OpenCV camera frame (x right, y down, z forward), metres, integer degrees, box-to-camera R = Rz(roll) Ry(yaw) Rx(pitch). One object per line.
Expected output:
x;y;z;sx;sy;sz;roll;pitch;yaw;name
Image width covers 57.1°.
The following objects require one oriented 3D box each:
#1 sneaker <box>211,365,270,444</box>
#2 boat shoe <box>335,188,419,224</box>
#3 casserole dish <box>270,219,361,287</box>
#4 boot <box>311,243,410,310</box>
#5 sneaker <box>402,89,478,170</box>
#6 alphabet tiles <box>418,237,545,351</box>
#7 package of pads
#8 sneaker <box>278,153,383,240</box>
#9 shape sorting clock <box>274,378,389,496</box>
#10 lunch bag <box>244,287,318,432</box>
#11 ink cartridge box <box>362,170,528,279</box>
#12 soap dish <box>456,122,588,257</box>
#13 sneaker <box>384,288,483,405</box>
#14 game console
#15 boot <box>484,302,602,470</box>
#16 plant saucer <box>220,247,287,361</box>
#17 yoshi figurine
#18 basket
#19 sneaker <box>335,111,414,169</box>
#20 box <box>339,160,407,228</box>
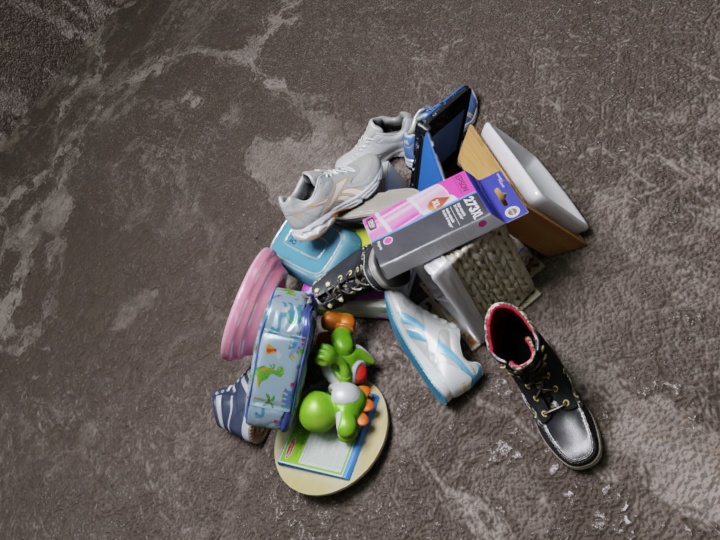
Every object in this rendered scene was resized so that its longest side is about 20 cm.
-0.187;0.191;1.152;0.108;0.070;0.200;5;67;36;sneaker
0.019;-0.094;1.116;0.200;0.063;0.073;0;46;33;boat shoe
-0.086;-0.042;1.156;0.200;0.039;0.121;27;82;41;casserole dish
-0.004;0.016;0.996;0.154;0.074;0.204;-33;9;17;boot
0.147;-0.269;1.198;0.076;0.077;0.200;22;64;36;sneaker
0.182;0.029;1.038;0.200;0.006;0.167;-41;47;6;alphabet tiles
0.000;0.000;1.144;0.200;0.068;0.155;2;64;35;package of pads
-0.047;-0.140;1.082;0.200;0.092;0.076;-44;36;-19;sneaker
-0.046;0.253;1.030;0.200;0.039;0.200;-15;47;17;shape sorting clock
-0.119;0.131;1.018;0.161;0.082;0.201;-106;27;-82;lunch bag
0.107;-0.069;0.865;0.200;0.037;0.095;-24;46;5;ink cartridge box
0.240;-0.120;1.001;0.081;0.157;0.200;-45;44;25;soap dish
0.102;0.099;0.991;0.081;0.077;0.200;-30;66;-7;sneaker
0.146;-0.165;1.079;0.171;0.200;0.118;-42;72;-17;game console
0.226;0.140;0.832;0.073;0.151;0.200;-28;49;18;boot
-0.173;0.062;1.116;0.051;0.201;0.201;21;70;1;plant saucer
-0.051;0.166;1.013;0.112;0.112;0.200;-30;44;26;yoshi figurine
0.150;-0.014;0.951;0.123;0.200;0.136;-41;46;0;basket
0.027;-0.248;1.267;0.200;0.099;0.078;-26;49;20;sneaker
-0.018;-0.120;1.229;0.200;0.078;0.095;-13;55;29;box
